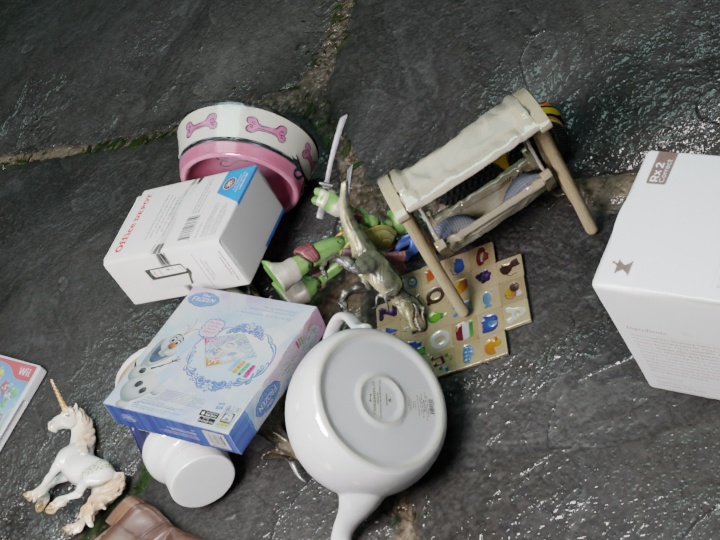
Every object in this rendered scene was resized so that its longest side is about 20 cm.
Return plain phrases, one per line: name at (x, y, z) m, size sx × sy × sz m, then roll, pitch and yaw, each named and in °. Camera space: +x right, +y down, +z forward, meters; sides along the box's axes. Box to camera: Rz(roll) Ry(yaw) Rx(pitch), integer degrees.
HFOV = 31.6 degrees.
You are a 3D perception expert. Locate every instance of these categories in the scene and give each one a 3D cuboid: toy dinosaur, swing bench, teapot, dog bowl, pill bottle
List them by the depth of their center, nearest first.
teapot at (-0.009, 0.167, 1.422) m, size 0.200 × 0.198 × 0.146 m, roll -43°, pitch -1°, yaw -39°
swing bench at (0.141, -0.092, 1.476) m, size 0.197 × 0.201 × 0.130 m, roll -31°, pitch 43°, yaw 5°
toy dinosaur at (0.000, 0.000, 1.533) m, size 0.088 × 0.201 × 0.047 m, roll -33°, pitch 6°, yaw -8°
toy dinosaur at (-0.109, 0.157, 1.539) m, size 0.076 × 0.103 × 0.201 m, roll -19°, pitch 37°, yaw 6°
pill bottle at (-0.226, 0.192, 1.570) m, size 0.111 × 0.111 × 0.201 m, roll -38°, pitch 45°, yaw 2°
dog bowl at (-0.158, -0.142, 1.728) m, size 0.198 × 0.200 × 0.075 m, roll -7°, pitch 60°, yaw 29°

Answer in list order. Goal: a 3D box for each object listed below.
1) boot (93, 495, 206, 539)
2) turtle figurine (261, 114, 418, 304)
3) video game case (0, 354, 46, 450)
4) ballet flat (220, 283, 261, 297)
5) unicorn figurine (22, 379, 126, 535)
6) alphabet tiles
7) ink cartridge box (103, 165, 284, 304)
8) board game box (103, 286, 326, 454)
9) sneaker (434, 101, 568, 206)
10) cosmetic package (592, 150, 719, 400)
boot at (-0.253, 0.375, 1.488) m, size 0.198 × 0.064 × 0.188 m, roll 22°, pitch 72°, yaw 37°
turtle figurine at (-0.043, -0.054, 1.612) m, size 0.193 × 0.201 × 0.144 m, roll -37°, pitch 6°, yaw -9°
video game case at (-0.549, 0.215, 1.833) m, size 0.142 × 0.017 × 0.202 m, roll 8°, pitch 62°, yaw 38°
ballet flat at (-0.171, 0.027, 1.690) m, size 0.069 × 0.071 × 0.201 m, roll -30°, pitch 46°, yaw 12°
unicorn figurine at (-0.373, 0.257, 1.656) m, size 0.199 × 0.074 × 0.138 m, roll 29°, pitch 65°, yaw 29°
alphabet tiles at (0.109, 0.052, 1.533) m, size 0.198 × 0.006 × 0.168 m, roll -21°, pitch 47°, yaw 19°
ink cartridge box at (-0.219, -0.045, 1.674) m, size 0.198 × 0.085 × 0.147 m, roll -10°, pitch 41°, yaw 32°
board game box at (-0.171, 0.112, 1.505) m, size 0.198 × 0.044 × 0.200 m, roll 8°, pitch 49°, yaw 35°
sneaker at (0.167, -0.150, 1.618) m, size 0.198 × 0.070 × 0.091 m, roll -23°, pitch 32°, yaw 16°
cosmetic package at (0.357, 0.011, 1.261) m, size 0.163 × 0.200 × 0.166 m, roll 9°, pitch 62°, yaw 38°
